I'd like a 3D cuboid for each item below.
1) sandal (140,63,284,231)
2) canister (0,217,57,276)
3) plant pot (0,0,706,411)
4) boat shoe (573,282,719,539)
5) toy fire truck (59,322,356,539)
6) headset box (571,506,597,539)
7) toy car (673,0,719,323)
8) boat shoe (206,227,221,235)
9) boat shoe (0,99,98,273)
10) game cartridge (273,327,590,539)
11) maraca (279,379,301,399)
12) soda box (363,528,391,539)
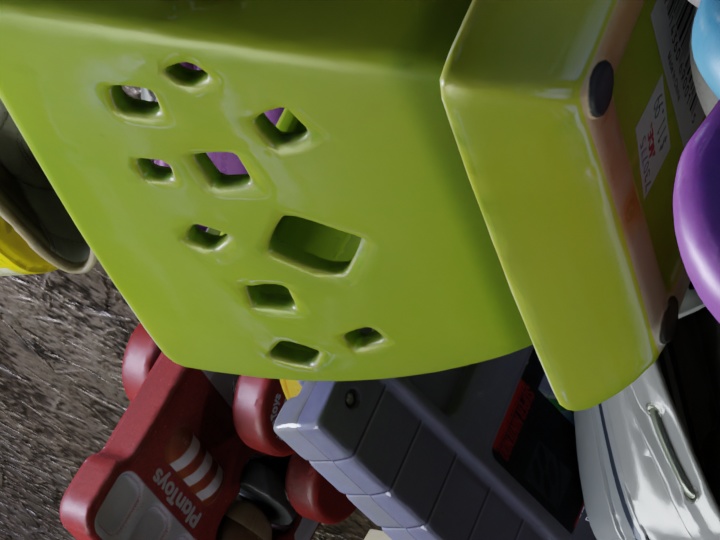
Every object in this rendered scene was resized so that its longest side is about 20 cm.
[{"bbox_3d":[-0.050,-0.083,0.774,0.082,0.050,0.203,-10,131,-8],"label":"sandal"},{"bbox_3d":[-0.254,-0.056,1.166,0.200,0.087,0.149,-2,140,51],"label":"canister"},{"bbox_3d":[0.023,-0.081,0.643,0.181,0.199,0.200,12,151,26],"label":"plant pot"},{"bbox_3d":[0.111,0.008,0.764,0.067,0.073,0.201,-11,94,47],"label":"boat shoe"},{"bbox_3d":[-0.090,0.130,1.224,0.112,0.168,0.200,16,152,34],"label":"toy fire truck"},{"bbox_3d":[0.117,0.067,0.866,0.200,0.149,0.075,18,153,29],"label":"headset box"},{"bbox_3d":[0.141,-0.033,0.510,0.175,0.150,0.200,29,167,29],"label":"toy car"},{"bbox_3d":[-0.002,-0.002,0.822,0.074,0.199,0.066,42,126,13],"label":"boat shoe"},{"bbox_3d":[-0.144,-0.064,0.794,0.073,0.063,0.201,-9,155,10],"label":"boat shoe"},{"bbox_3d":[0.055,0.016,0.779,0.130,0.200,0.038,42,146,-25],"label":"game cartridge"},{"bbox_3d":[0.007,0.045,1.011,0.200,0.107,0.137,20,152,26],"label":"maraca"},{"bbox_3d":[0.071,0.160,0.832,0.200,0.068,0.064,2,144,50],"label":"soda box"}]
